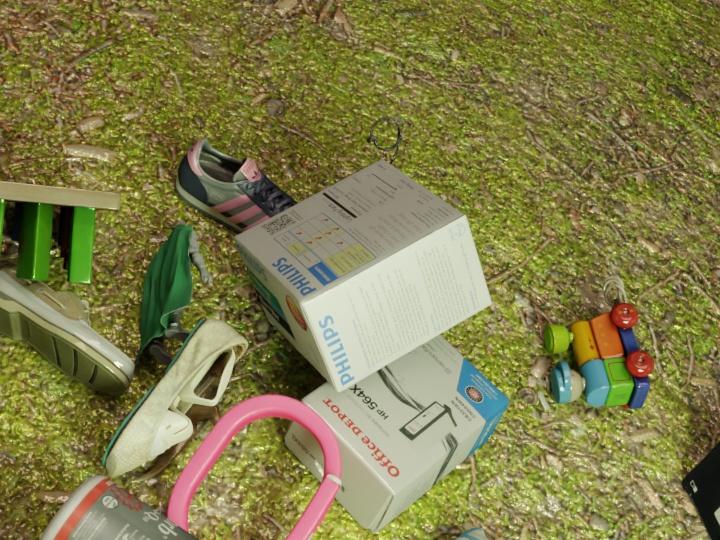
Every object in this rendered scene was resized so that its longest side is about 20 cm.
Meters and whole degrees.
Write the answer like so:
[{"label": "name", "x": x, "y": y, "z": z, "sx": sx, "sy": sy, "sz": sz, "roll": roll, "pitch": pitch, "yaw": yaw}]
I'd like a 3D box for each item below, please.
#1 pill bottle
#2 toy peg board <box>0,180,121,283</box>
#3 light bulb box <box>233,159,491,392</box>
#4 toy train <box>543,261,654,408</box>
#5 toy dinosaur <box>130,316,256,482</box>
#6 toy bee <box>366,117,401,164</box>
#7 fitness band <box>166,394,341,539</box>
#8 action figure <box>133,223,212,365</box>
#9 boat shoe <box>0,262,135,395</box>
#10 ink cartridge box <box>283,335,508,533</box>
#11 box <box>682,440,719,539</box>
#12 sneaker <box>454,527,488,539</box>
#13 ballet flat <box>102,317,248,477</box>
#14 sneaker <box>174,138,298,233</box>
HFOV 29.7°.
[{"label": "pill bottle", "x": -0.194, "y": 0.288, "z": 1.249, "sx": 0.199, "sy": 0.116, "sz": 0.116, "roll": 32, "pitch": 47, "yaw": 6}, {"label": "toy peg board", "x": -0.370, "y": -0.043, "z": 1.443, "sx": 0.199, "sy": 0.199, "sz": 0.098, "roll": 5, "pitch": 90, "yaw": -18}, {"label": "light bulb box", "x": 0.000, "y": 0.000, "z": 1.473, "sx": 0.199, "sy": 0.125, "sz": 0.198, "roll": -29, "pitch": 32, "yaw": -14}, {"label": "toy train", "x": 0.274, "y": 0.075, "z": 1.650, "sx": 0.115, "sy": 0.085, "sz": 0.201, "roll": -4, "pitch": 52, "yaw": -8}, {"label": "toy dinosaur", "x": -0.169, "y": 0.150, "z": 1.430, "sx": 0.101, "sy": 0.058, "sz": 0.201, "roll": 10, "pitch": 59, "yaw": 9}, {"label": "toy bee", "x": 0.039, "y": -0.068, "z": 1.669, "sx": 0.130, "sy": 0.109, "sz": 0.201, "roll": 14, "pitch": 72, "yaw": -21}, {"label": "fitness band", "x": -0.105, "y": 0.219, "z": 1.350, "sx": 0.143, "sy": 0.037, "sz": 0.200, "roll": 32, "pitch": 72, "yaw": 8}, {"label": "action figure", "x": -0.205, "y": 0.013, "z": 1.501, "sx": 0.055, "sy": 0.118, "sz": 0.201, "roll": 32, "pitch": 34, "yaw": -25}, {"label": "boat shoe", "x": -0.314, "y": 0.055, "z": 1.425, "sx": 0.199, "sy": 0.075, "sz": 0.068, "roll": 31, "pitch": 53, "yaw": 7}, {"label": "ink cartridge box", "x": 0.040, "y": 0.164, "z": 1.469, "sx": 0.146, "sy": 0.084, "sz": 0.200, "roll": 43, "pitch": 49, "yaw": 17}, {"label": "box", "x": 0.507, "y": 0.283, "z": 1.537, "sx": 0.199, "sy": 0.118, "sz": 0.197, "roll": -2, "pitch": 53, "yaw": -25}, {"label": "sneaker", "x": 0.171, "y": 0.340, "z": 1.382, "sx": 0.200, "sy": 0.077, "sz": 0.081, "roll": 36, "pitch": 46, "yaw": 7}, {"label": "ballet flat", "x": -0.182, "y": 0.132, "z": 1.370, "sx": 0.062, "sy": 0.068, "sz": 0.200, "roll": 26, "pitch": 64, "yaw": 15}, {"label": "sneaker", "x": -0.125, "y": -0.088, "z": 1.616, "sx": 0.199, "sy": 0.082, "sz": 0.070, "roll": 24, "pitch": 46, "yaw": -2}]
